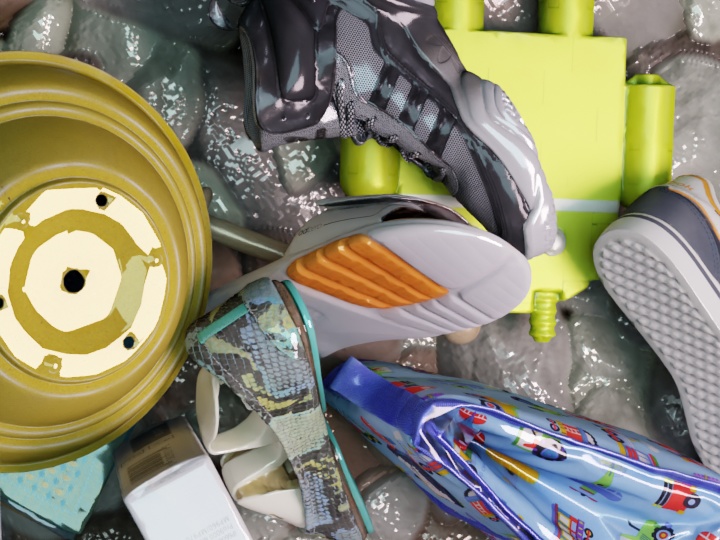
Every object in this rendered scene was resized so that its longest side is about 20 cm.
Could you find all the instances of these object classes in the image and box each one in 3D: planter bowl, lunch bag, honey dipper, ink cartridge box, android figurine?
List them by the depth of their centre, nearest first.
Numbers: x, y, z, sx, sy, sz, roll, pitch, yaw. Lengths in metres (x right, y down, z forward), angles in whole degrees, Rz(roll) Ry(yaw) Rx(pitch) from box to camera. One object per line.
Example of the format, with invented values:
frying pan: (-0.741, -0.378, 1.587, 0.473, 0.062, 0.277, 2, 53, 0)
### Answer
planter bowl: (-0.144, 0.001, 1.053, 0.199, 0.083, 0.202, -4, 98, -27)
ink cartridge box: (-0.055, 0.174, 1.103, 0.047, 0.160, 0.201, -26, 96, -7)
lunch bag: (0.074, 0.095, 1.151, 0.199, 0.150, 0.094, 31, 87, -18)
honey dipper: (-0.031, -0.006, 1.171, 0.199, 0.038, 0.038, 21, 89, -3)
android figurine: (0.076, -0.062, 1.206, 0.181, 0.041, 0.201, 3, 92, -13)

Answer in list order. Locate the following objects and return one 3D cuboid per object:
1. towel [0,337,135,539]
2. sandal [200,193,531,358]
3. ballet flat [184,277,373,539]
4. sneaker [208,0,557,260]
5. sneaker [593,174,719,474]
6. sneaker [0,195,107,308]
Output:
towel: (-0.196, 0.026, 1.163, 0.199, 0.022, 0.147, 30, 86, -11)
sandal: (-0.006, -0.005, 1.119, 0.079, 0.206, 0.059, 41, 51, -33)
ballet flat: (-0.044, 0.080, 1.137, 0.074, 0.074, 0.201, -26, 137, -9)
sneaker: (0.007, -0.073, 1.135, 0.114, 0.075, 0.201, -33, 90, -9)
sneaker: (0.202, 0.040, 1.195, 0.079, 0.078, 0.201, -43, 110, -38)
sneaker: (-0.185, -0.016, 1.121, 0.199, 0.078, 0.071, 10, 90, -28)
